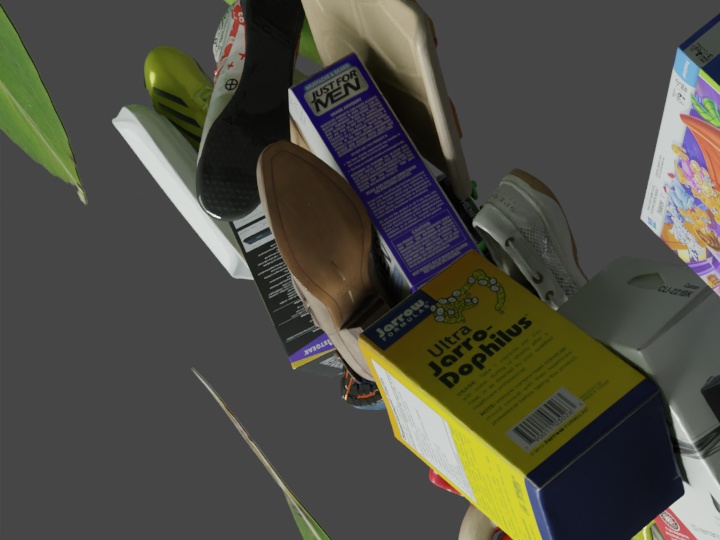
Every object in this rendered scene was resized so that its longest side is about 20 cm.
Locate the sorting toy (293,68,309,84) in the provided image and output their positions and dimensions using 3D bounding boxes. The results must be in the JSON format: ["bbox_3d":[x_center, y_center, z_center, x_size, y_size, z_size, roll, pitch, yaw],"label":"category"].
[{"bbox_3d":[-0.029,-0.064,1.772,0.200,0.107,0.181,34,158,48],"label":"sorting toy"}]

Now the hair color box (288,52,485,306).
[{"bbox_3d":[0.021,-0.049,1.570,0.201,0.064,0.109,60,171,15],"label":"hair color box"}]

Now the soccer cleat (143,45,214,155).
[{"bbox_3d":[-0.134,-0.132,2.013,0.083,0.065,0.201,10,137,52],"label":"soccer cleat"}]

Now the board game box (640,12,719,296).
[{"bbox_3d":[0.229,-0.043,1.197,0.135,0.045,0.200,46,163,20],"label":"board game box"}]

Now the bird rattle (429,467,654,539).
[{"bbox_3d":[0.144,0.213,1.751,0.199,0.164,0.113,22,161,-20],"label":"bird rattle"}]

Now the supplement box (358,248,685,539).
[{"bbox_3d":[0.107,0.096,1.423,0.200,0.109,0.109,38,158,42],"label":"supplement box"}]

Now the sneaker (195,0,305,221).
[{"bbox_3d":[-0.090,-0.135,1.687,0.067,0.203,0.108,13,175,-11],"label":"sneaker"}]

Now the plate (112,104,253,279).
[{"bbox_3d":[-0.161,-0.078,2.022,0.200,0.032,0.200,52,172,-6],"label":"plate"}]

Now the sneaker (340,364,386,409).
[{"bbox_3d":[0.068,0.087,1.779,0.199,0.078,0.076,5,89,54],"label":"sneaker"}]

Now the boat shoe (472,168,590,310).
[{"bbox_3d":[0.131,0.019,1.564,0.071,0.069,0.201,27,152,52],"label":"boat shoe"}]

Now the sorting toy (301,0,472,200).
[{"bbox_3d":[0.015,-0.167,1.565,0.200,0.036,0.186,46,164,38],"label":"sorting toy"}]

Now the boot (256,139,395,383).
[{"bbox_3d":[-0.027,-0.003,1.554,0.201,0.070,0.146,61,170,-7],"label":"boot"}]

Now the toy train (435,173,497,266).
[{"bbox_3d":[0.112,0.007,1.653,0.201,0.042,0.056,56,175,-12],"label":"toy train"}]

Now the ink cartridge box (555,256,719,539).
[{"bbox_3d":[0.227,0.099,1.442,0.201,0.084,0.144,58,164,-17],"label":"ink cartridge box"}]

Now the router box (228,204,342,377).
[{"bbox_3d":[-0.051,0.013,1.920,0.158,0.052,0.200,66,-173,9],"label":"router box"}]
